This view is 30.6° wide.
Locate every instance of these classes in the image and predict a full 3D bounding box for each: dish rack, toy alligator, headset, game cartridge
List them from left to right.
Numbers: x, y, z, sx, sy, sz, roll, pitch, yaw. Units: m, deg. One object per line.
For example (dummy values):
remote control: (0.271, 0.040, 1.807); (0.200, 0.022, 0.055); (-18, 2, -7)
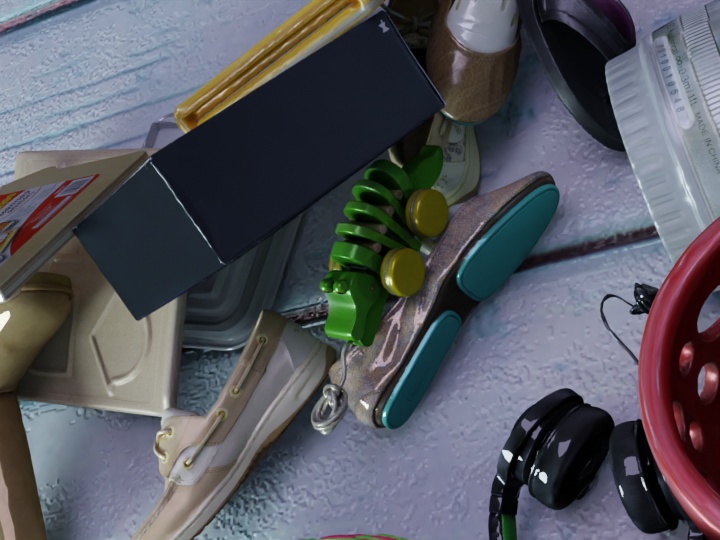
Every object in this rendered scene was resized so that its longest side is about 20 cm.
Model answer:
dish rack: (-0.125, -0.042, 0.997); (0.171, 0.044, 0.201); (3, 66, 32)
game cartridge: (-0.026, -0.178, 0.926); (0.176, 0.032, 0.200); (-31, 14, 34)
toy alligator: (0.000, 0.000, 0.816); (0.059, 0.054, 0.201); (7, 68, 46)
headset: (0.146, 0.107, 0.747); (0.123, 0.094, 0.201); (9, 83, 30)

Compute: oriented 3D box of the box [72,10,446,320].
box: (-0.063, -0.065, 0.824); (0.200, 0.079, 0.141); (-38, 3, -33)

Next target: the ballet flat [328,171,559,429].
ballet flat: (0.047, 0.007, 0.847); (0.067, 0.068, 0.200); (33, 82, 31)

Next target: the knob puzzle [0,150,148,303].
knob puzzle: (-0.258, -0.011, 0.889); (0.219, 0.031, 0.220); (-20, 25, 9)

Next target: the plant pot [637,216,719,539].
plant pot: (0.250, 0.074, 0.615); (0.200, 0.182, 0.201); (-15, 57, 24)

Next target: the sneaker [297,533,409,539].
sneaker: (-0.026, 0.203, 0.788); (0.199, 0.077, 0.084); (-12, 77, 27)

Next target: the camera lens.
camera lens: (0.254, -0.087, 0.721); (0.199, 0.160, 0.161); (-21, 54, 19)

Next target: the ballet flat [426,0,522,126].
ballet flat: (0.092, -0.193, 0.911); (0.068, 0.072, 0.201); (20, 54, 1)

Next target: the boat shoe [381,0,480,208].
boat shoe: (0.045, -0.136, 0.936); (0.073, 0.063, 0.201); (-21, 55, 19)

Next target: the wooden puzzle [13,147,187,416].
wooden puzzle: (-0.187, 0.006, 0.953); (0.199, 0.046, 0.186); (2, 84, 37)

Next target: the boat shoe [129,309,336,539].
boat shoe: (-0.101, 0.112, 0.860); (0.069, 0.074, 0.200); (40, 76, -2)

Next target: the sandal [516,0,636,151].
sandal: (0.140, -0.174, 0.858); (0.048, 0.075, 0.201); (-30, 75, 41)

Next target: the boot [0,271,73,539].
boot: (-0.241, 0.121, 0.912); (0.175, 0.066, 0.201); (-32, 64, 42)
